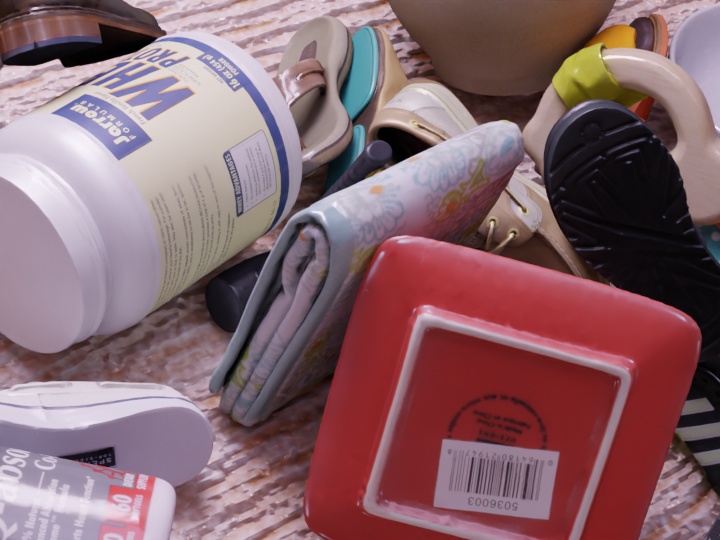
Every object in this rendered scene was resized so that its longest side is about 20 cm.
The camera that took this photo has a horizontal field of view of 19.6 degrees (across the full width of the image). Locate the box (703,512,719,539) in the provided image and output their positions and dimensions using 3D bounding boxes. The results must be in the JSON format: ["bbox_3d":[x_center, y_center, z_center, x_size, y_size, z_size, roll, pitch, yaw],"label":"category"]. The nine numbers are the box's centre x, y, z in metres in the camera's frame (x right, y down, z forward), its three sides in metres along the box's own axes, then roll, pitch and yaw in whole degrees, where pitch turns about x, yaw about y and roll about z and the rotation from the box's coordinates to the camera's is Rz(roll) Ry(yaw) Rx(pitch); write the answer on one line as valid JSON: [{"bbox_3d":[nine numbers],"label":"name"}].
[{"bbox_3d":[0.263,0.242,1.201,0.199,0.044,0.160,29,45,14],"label":"box"}]

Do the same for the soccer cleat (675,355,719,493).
[{"bbox_3d":[0.239,0.092,1.319,0.067,0.081,0.200,-26,58,-36],"label":"soccer cleat"}]

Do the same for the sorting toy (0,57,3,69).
[{"bbox_3d":[-0.272,-0.113,1.327,0.107,0.200,0.180,38,33,-3],"label":"sorting toy"}]

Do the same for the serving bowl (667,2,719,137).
[{"bbox_3d":[0.318,-0.116,1.566,0.198,0.066,0.201,9,43,-8],"label":"serving bowl"}]

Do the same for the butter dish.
[{"bbox_3d":[0.080,0.072,1.245,0.198,0.201,0.148,14,20,-4],"label":"butter dish"}]

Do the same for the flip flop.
[{"bbox_3d":[-0.046,-0.123,1.446,0.058,0.081,0.201,49,29,-30],"label":"flip flop"}]

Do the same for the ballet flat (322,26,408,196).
[{"bbox_3d":[0.009,-0.089,1.464,0.063,0.069,0.201,32,41,-24],"label":"ballet flat"}]

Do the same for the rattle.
[{"bbox_3d":[0.217,-0.073,1.438,0.199,0.131,0.143,33,8,6],"label":"rattle"}]

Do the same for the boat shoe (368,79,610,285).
[{"bbox_3d":[0.080,-0.036,1.389,0.200,0.074,0.066,45,43,7],"label":"boat shoe"}]

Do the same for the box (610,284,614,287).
[{"bbox_3d":[0.264,0.021,1.433,0.198,0.035,0.111,12,44,-5],"label":"box"}]

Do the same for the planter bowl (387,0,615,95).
[{"bbox_3d":[0.105,-0.214,1.532,0.198,0.136,0.201,-5,33,3],"label":"planter bowl"}]

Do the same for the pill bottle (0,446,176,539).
[{"bbox_3d":[-0.204,0.150,1.105,0.198,0.116,0.116,12,43,-5],"label":"pill bottle"}]

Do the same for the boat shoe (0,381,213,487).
[{"bbox_3d":[-0.188,0.097,1.210,0.198,0.072,0.070,-7,20,-18],"label":"boat shoe"}]

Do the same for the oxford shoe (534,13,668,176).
[{"bbox_3d":[0.180,-0.130,1.538,0.072,0.072,0.201,17,44,8],"label":"oxford shoe"}]

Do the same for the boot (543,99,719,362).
[{"bbox_3d":[0.150,-0.052,1.278,0.076,0.200,0.168,-36,33,5],"label":"boot"}]

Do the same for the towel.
[{"bbox_3d":[0.000,0.000,1.261,0.048,0.200,0.171,47,49,13],"label":"towel"}]

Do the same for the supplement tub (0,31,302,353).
[{"bbox_3d":[-0.147,-0.049,1.302,0.145,0.146,0.200,36,46,20],"label":"supplement tub"}]

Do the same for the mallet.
[{"bbox_3d":[-0.040,-0.020,1.274,0.066,0.200,0.041,-28,78,-30],"label":"mallet"}]

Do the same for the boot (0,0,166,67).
[{"bbox_3d":[-0.181,-0.185,1.337,0.074,0.098,0.200,-15,1,15],"label":"boot"}]
